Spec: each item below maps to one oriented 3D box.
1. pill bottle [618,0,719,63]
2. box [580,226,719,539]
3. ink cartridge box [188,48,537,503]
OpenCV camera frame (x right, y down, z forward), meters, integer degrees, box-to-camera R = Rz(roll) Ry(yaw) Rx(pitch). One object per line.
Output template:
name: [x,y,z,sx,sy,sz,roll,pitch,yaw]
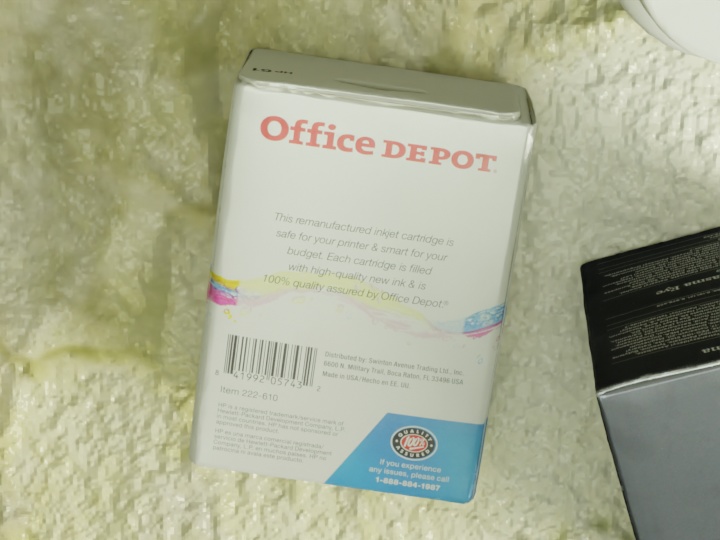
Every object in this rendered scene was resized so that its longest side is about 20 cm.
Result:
pill bottle: [0.157,-0.155,0.860,0.114,0.200,0.114,1,107,3]
box: [0.181,0.101,0.950,0.104,0.182,0.200,-15,106,8]
ink cartridge box: [0.000,0.000,0.979,0.144,0.085,0.200,8,109,0]
